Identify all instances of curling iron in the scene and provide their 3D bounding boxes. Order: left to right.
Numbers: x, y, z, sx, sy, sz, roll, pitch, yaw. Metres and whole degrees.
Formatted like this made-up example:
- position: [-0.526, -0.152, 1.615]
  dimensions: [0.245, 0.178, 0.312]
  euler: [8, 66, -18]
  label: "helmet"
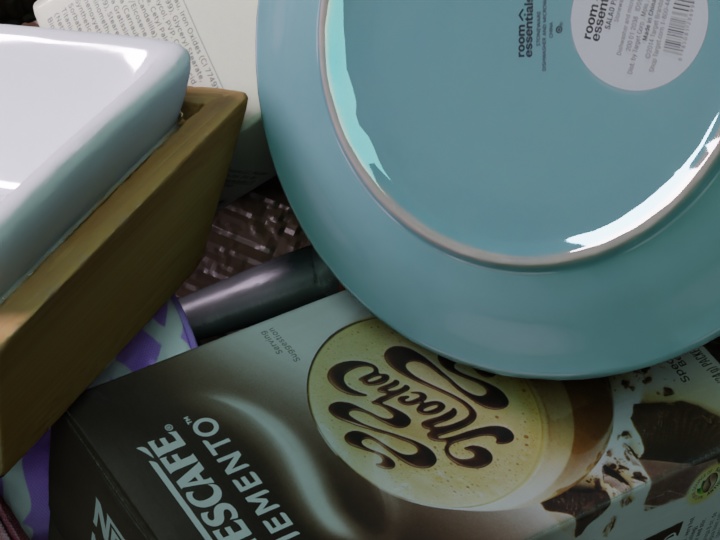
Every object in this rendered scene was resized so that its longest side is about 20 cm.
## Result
- position: [0.000, 0.000, 0.810]
  dimensions: [0.198, 0.050, 0.026]
  euler: [-20, 72, 5]
  label: "curling iron"

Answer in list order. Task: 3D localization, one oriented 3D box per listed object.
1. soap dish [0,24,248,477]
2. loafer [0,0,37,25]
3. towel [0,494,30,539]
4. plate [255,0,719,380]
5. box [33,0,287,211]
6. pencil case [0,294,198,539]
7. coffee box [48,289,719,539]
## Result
- position: [-0.152, -0.012, 0.688]
  dimensions: [0.198, 0.082, 0.157]
  euler: [7, 31, 22]
  label: "soap dish"
- position: [-0.075, -0.144, 0.788]
  dimensions: [0.198, 0.076, 0.069]
  euler: [-19, 79, 1]
  label: "loafer"
- position: [-0.175, 0.164, 0.732]
  dimensions: [0.199, 0.145, 0.023]
  euler: [-29, 36, -3]
  label: "towel"
- position: [0.053, -0.069, 0.655]
  dimensions: [0.199, 0.026, 0.202]
  euler: [-1, 89, 26]
  label: "plate"
- position: [-0.003, -0.099, 0.734]
  dimensions: [0.199, 0.068, 0.083]
  euler: [-29, 76, 22]
  label: "box"
- position: [-0.144, 0.057, 0.749]
  dimensions: [0.198, 0.084, 0.086]
  euler: [-12, 93, -21]
  label: "pencil case"
- position: [0.014, 0.069, 0.713]
  dimensions: [0.199, 0.080, 0.113]
  euler: [-21, 53, -29]
  label: "coffee box"
